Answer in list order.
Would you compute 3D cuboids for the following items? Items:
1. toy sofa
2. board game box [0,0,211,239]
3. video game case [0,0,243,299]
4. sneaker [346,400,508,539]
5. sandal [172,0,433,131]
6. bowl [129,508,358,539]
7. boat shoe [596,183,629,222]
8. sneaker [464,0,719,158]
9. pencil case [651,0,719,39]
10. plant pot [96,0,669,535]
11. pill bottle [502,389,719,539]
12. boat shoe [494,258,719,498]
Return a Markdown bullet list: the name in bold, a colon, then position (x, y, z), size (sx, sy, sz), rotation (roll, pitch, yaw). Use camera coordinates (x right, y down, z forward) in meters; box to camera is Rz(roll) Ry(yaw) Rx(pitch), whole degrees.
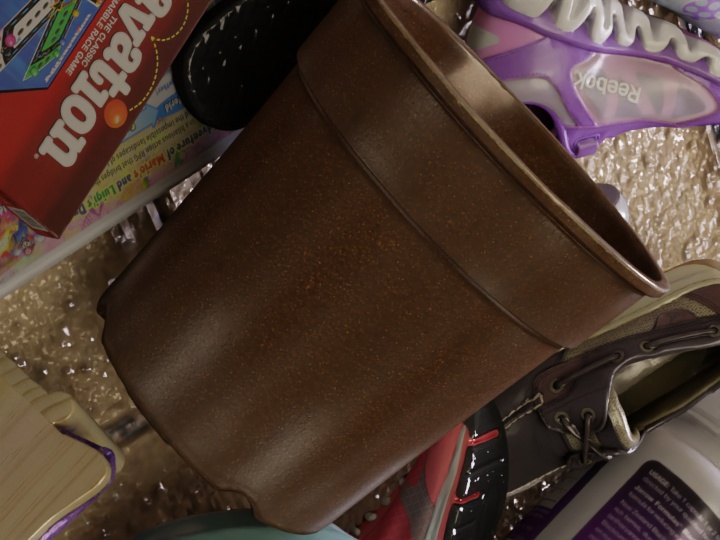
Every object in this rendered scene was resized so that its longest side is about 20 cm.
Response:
- **toy sofa**: position (-0.190, 0.135, 0.783), size (0.200, 0.097, 0.083), rotation (-48, 158, -12)
- **board game box**: position (-0.115, -0.124, 0.773), size (0.103, 0.019, 0.201), rotation (44, 69, -40)
- **video game case**: position (-0.147, -0.096, 0.778), size (0.200, 0.024, 0.183), rotation (-37, 121, -33)
- **sneaker**: position (0.015, 0.151, 0.940), size (0.074, 0.086, 0.201), rotation (10, 97, -67)
- **sandal**: position (-0.014, -0.143, 0.858), size (0.200, 0.045, 0.075), rotation (-38, 122, -16)
- **bowl**: position (-0.058, 0.182, 0.858), size (0.200, 0.201, 0.106), rotation (13, 57, -34)
- **boat shoe**: position (0.071, 0.024, 0.947), size (0.200, 0.069, 0.057), rotation (-32, 119, -23)
- **sneaker**: position (0.130, -0.098, 0.946), size (0.199, 0.080, 0.089), rotation (16, 102, -29)
- **pencil case**: position (0.176, -0.172, 0.939), size (0.199, 0.091, 0.084), rotation (19, 94, -33)
- **plant pot**: position (0.000, 0.000, 0.811), size (0.198, 0.201, 0.200), rotation (-43, 125, 13)
- **pill bottle**: position (0.153, 0.157, 1.009), size (0.200, 0.111, 0.112), rotation (-44, 122, -13)
- **boat shoe**: position (0.129, 0.070, 0.973), size (0.199, 0.065, 0.072), rotation (-32, 130, 0)
